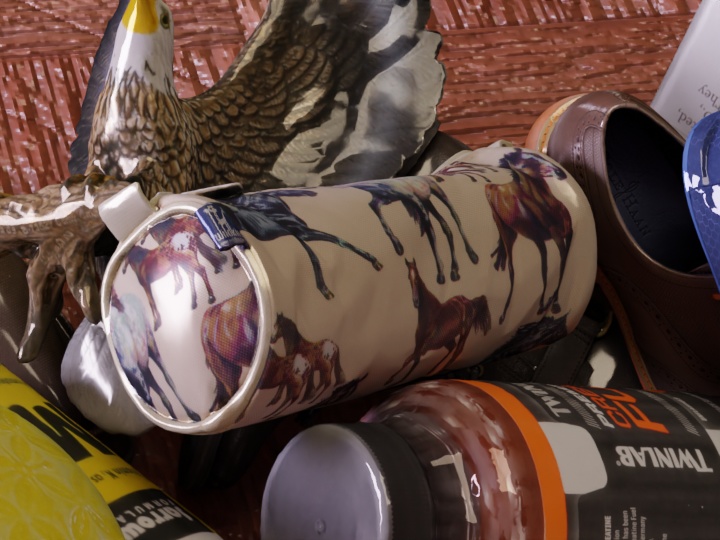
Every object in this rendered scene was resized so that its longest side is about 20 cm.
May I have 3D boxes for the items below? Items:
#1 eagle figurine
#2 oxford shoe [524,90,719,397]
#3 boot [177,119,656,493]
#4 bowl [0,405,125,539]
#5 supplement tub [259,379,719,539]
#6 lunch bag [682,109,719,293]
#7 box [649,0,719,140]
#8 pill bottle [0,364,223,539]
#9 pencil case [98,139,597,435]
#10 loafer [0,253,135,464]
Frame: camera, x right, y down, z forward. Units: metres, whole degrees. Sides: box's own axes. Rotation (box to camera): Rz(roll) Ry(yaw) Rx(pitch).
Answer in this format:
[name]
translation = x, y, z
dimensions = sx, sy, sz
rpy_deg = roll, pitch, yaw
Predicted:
[eagle figurine]
translation = -0.071, -0.051, 1.109
dimensions = 0.152, 0.151, 0.200
rpy_deg = 40, 34, 7
[oxford shoe]
translation = 0.138, 0.017, 1.121
dimensions = 0.071, 0.073, 0.200
rpy_deg = -42, 97, -12
[boot]
translation = 0.041, 0.042, 1.153
dimensions = 0.174, 0.069, 0.200
rpy_deg = 35, 78, -7
[bowl]
translation = -0.178, 0.130, 0.931
dimensions = 0.200, 0.108, 0.200
rpy_deg = -2, 83, 19
[supplement tub]
translation = 0.062, 0.093, 1.052
dimensions = 0.200, 0.107, 0.107
rpy_deg = 5, 43, -41
[lunch bag]
translation = 0.223, 0.011, 1.063
dimensions = 0.136, 0.132, 0.200
rpy_deg = -29, 101, -52
[box]
translation = 0.254, -0.060, 1.231
dimensions = 0.200, 0.131, 0.199
rpy_deg = 38, 35, 20
[pill bottle]
translation = -0.115, 0.115, 1.029
dimensions = 0.200, 0.114, 0.114
rpy_deg = 36, 50, 19
[pencil case]
translation = 0.000, 0.000, 1.041
dimensions = 0.200, 0.078, 0.089
rpy_deg = -11, 82, -47
[loafer]
translation = -0.162, 0.011, 1.140
dimensions = 0.073, 0.071, 0.200
rpy_deg = -30, 60, -33
